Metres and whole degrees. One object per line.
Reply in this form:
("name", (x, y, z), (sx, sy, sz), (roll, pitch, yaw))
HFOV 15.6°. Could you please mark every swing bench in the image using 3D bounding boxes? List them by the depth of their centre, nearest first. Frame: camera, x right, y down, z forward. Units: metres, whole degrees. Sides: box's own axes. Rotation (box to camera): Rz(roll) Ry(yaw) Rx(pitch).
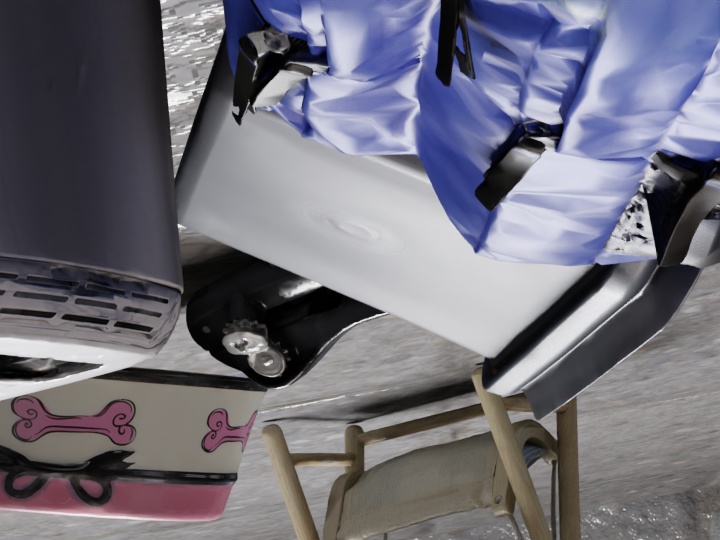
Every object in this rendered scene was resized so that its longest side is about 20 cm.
("swing bench", (0.056, 0.186, 1.837), (0.199, 0.200, 0.130), (-16, 168, 32))

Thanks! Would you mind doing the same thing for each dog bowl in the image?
("dog bowl", (-0.148, 0.082, 1.300), (0.200, 0.074, 0.200), (5, 177, 0))

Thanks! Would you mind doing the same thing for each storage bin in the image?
("storage bin", (0.027, -0.056, 0.755), (0.134, 0.146, 0.200), (19, 166, -6))

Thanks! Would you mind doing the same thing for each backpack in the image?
("backpack", (0.058, -0.085, 0.496), (0.168, 0.163, 0.200), (-5, 170, -9))

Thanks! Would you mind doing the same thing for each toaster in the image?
("toaster", (-0.125, -0.034, 0.686), (0.114, 0.129, 0.200), (-15, 168, 22))

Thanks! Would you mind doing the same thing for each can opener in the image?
("can opener", (0.000, 0.000, 1.222), (0.200, 0.079, 0.063), (-22, 125, 38))
